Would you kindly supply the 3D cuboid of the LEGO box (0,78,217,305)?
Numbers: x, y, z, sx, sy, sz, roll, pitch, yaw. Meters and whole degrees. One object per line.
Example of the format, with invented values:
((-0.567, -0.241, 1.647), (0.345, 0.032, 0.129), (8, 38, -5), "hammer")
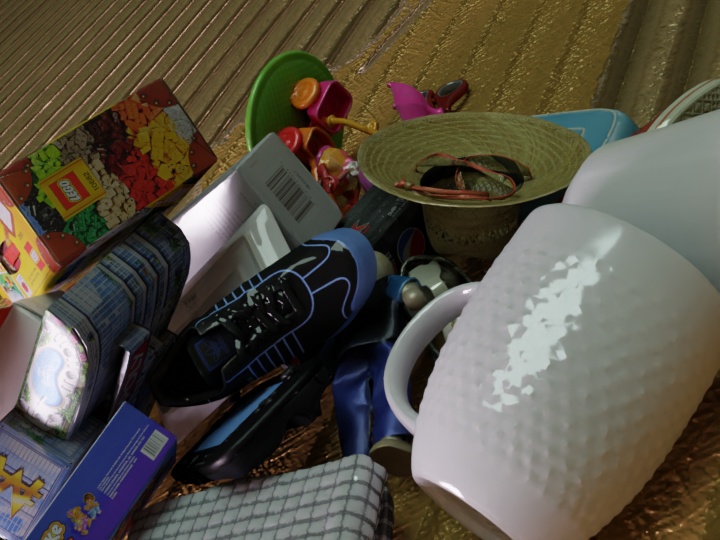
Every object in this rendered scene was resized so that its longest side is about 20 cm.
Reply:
((-0.216, -0.050, 0.807), (0.148, 0.078, 0.200), (-39, 5, -28), "LEGO box")

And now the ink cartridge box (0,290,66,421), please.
((-0.274, 0.116, 0.722), (0.202, 0.043, 0.174), (-60, -2, 6), "ink cartridge box")

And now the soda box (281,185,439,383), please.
((0.000, 0.000, 0.879), (0.070, 0.064, 0.200), (12, 52, 49), "soda box")

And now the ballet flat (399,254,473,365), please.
((0.074, 0.043, 0.755), (0.072, 0.073, 0.201), (-34, 33, -4), "ballet flat")

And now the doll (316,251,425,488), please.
((0.005, 0.064, 0.759), (0.136, 0.048, 0.202), (-39, 36, 35), "doll")

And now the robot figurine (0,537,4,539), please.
((-0.271, 0.179, 0.872), (0.145, 0.059, 0.199), (-40, 34, -15), "robot figurine")

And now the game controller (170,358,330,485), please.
((-0.085, 0.113, 0.740), (0.104, 0.042, 0.200), (-35, 0, -24), "game controller")

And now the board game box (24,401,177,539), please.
((-0.203, 0.197, 0.709), (0.201, 0.044, 0.135), (-56, -1, -20), "board game box")

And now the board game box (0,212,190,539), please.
((-0.199, 0.089, 0.740), (0.201, 0.061, 0.200), (-62, -2, 34), "board game box")

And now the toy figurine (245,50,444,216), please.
((-0.007, -0.114, 0.991), (0.182, 0.150, 0.203), (9, 72, 38), "toy figurine")

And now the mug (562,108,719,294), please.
((0.229, -0.027, 0.688), (0.152, 0.185, 0.152), (0, 77, 52), "mug")

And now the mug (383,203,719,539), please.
((0.098, 0.068, 0.625), (0.199, 0.148, 0.176), (21, 67, 45), "mug")

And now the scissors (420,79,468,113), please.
((0.076, -0.152, 1.039), (0.072, 0.014, 0.201), (-17, 26, 14), "scissors")

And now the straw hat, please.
((0.088, -0.054, 0.818), (0.197, 0.086, 0.202), (-3, 27, 1), "straw hat")

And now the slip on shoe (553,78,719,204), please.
((0.220, -0.080, 0.798), (0.200, 0.074, 0.061), (-42, 30, -7), "slip on shoe")

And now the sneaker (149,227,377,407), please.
((-0.073, 0.042, 0.745), (0.199, 0.071, 0.078), (-40, -8, 28), "sneaker")

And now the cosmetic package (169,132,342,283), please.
((-0.120, -0.023, 0.913), (0.199, 0.102, 0.074), (-31, 15, 39), "cosmetic package")

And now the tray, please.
((-0.123, 0.047, 0.841), (0.200, 0.022, 0.108), (-43, 61, 28), "tray")

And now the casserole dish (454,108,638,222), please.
((0.156, -0.096, 0.900), (0.198, 0.039, 0.122), (-2, 43, 40), "casserole dish")

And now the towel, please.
((-0.069, 0.212, 0.638), (0.197, 0.086, 0.167), (-19, 33, 22), "towel")
